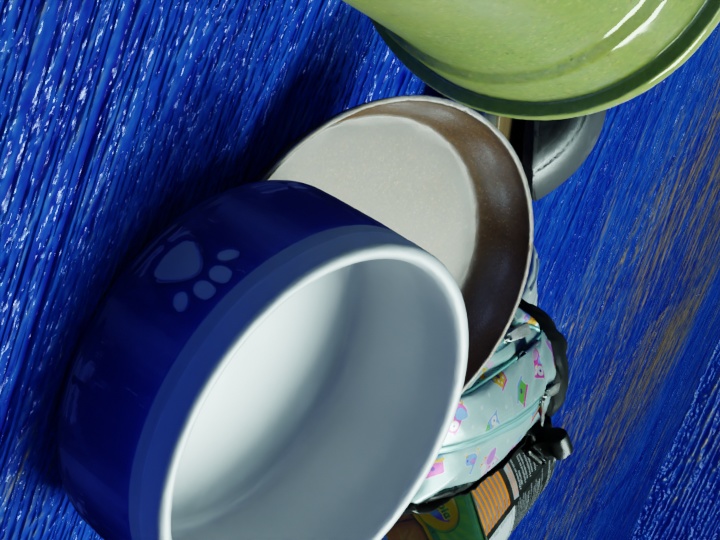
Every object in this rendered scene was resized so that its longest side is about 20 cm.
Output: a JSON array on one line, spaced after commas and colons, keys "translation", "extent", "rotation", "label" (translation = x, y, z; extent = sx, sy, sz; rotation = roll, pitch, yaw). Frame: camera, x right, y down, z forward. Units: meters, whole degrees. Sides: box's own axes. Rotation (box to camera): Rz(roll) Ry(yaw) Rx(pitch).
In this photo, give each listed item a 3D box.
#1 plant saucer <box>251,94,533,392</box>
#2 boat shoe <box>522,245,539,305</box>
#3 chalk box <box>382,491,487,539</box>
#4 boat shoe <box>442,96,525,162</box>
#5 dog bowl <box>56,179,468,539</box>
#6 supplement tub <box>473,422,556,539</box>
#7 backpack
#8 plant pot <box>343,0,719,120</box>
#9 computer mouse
[{"translation": [0.000, 0.000, 1.296], "extent": [0.200, 0.034, 0.201], "rotation": [-16, 120, -29], "label": "plant saucer"}, {"translation": [0.073, 0.034, 1.745], "extent": [0.201, 0.070, 0.072], "rotation": [-50, 151, -55], "label": "boat shoe"}, {"translation": [0.021, 0.205, 1.526], "extent": [0.199, 0.125, 0.124], "rotation": [-12, 148, -11], "label": "chalk box"}, {"translation": [0.058, -0.045, 1.530], "extent": [0.073, 0.062, 0.201], "rotation": [-58, 163, -45], "label": "boat shoe"}, {"translation": [-0.044, 0.061, 1.193], "extent": [0.200, 0.079, 0.201], "rotation": [-31, 137, -34], "label": "dog bowl"}, {"translation": [0.046, 0.158, 1.737], "extent": [0.200, 0.122, 0.123], "rotation": [-44, 157, -50], "label": "supplement tub"}, {"translation": [0.022, 0.066, 1.457], "extent": [0.200, 0.166, 0.127], "rotation": [-28, 119, -64], "label": "backpack"}, {"translation": [0.042, -0.168, 1.034], "extent": [0.184, 0.200, 0.201], "rotation": [3, 114, -63], "label": "plant pot"}, {"translation": [0.127, -0.148, 1.489], "extent": [0.141, 0.046, 0.201], "rotation": [77, 20, -67], "label": "computer mouse"}]
